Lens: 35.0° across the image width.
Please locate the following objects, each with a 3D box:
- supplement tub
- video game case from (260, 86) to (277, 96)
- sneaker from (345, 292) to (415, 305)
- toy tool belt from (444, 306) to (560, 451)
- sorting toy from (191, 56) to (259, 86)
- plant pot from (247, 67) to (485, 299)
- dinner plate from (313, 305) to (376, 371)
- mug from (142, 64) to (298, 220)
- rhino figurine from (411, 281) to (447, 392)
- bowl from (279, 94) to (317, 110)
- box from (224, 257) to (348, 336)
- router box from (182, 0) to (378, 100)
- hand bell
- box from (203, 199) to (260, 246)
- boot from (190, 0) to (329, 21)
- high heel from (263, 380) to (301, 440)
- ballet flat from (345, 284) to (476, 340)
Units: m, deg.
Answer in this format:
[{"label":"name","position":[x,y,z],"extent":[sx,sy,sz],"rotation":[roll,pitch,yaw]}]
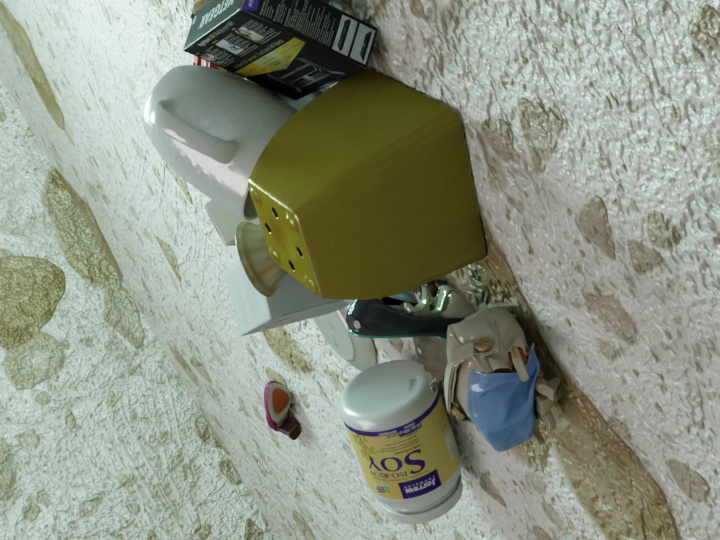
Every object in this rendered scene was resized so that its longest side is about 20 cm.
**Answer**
[{"label":"supplement tub","position":[0.063,0.245,1.633],"extent":[0.145,0.145,0.201],"rotation":[28,143,56]},{"label":"video game case","position":[-0.110,-0.172,1.662],"extent":[0.201,0.018,0.143],"rotation":[60,160,1]},{"label":"sneaker","position":[0.000,0.000,1.536],"extent":[0.200,0.082,0.074],"rotation":[42,166,17]},{"label":"toy tool belt","position":[0.164,0.147,1.293],"extent":[0.123,0.124,0.201],"rotation":[48,159,51]},{"label":"sorting toy","position":[-0.194,-0.226,1.573],"extent":[0.200,0.069,0.200],"rotation":[154,120,-70]},{"label":"plant pot","position":[-0.008,-0.080,1.279],"extent":[0.195,0.199,0.195],"rotation":[37,150,49]},{"label":"dinner plate","position":[-0.041,0.082,1.837],"extent":[0.200,0.024,0.201],"rotation":[50,159,27]},{"label":"mug","position":[-0.178,-0.165,1.373],"extent":[0.175,0.148,0.200],"rotation":[33,-167,10]},{"label":"rhino figurine","position":[0.095,0.091,1.470],"extent":[0.088,0.060,0.200],"rotation":[51,160,33]},{"label":"bowl","position":[-0.085,-0.131,1.523],"extent":[0.201,0.090,0.202],"rotation":[42,149,32]},{"label":"box","position":[-0.098,0.017,1.670],"extent":[0.200,0.152,0.107],"rotation":[150,105,-69]},{"label":"router box","position":[-0.096,-0.263,1.303],"extent":[0.157,0.053,0.200],"rotation":[21,168,-25]},{"label":"hand bell","position":[-0.049,-0.047,1.466],"extent":[0.104,0.199,0.104],"rotation":[56,-157,-37]},{"label":"box","position":[-0.152,-0.082,1.651],"extent":[0.069,0.082,0.200],"rotation":[61,-173,3]},{"label":"boot","position":[-0.111,-0.345,1.347],"extent":[0.199,0.108,0.075],"rotation":[4,161,37]},{"label":"high heel","position":[-0.187,0.278,2.382],"extent":[0.096,0.067,0.201],"rotation":[32,151,33]},{"label":"ballet flat","position":[0.079,0.049,1.324],"extent":[0.073,0.199,0.074],"rotation":[-173,90,-65]}]
